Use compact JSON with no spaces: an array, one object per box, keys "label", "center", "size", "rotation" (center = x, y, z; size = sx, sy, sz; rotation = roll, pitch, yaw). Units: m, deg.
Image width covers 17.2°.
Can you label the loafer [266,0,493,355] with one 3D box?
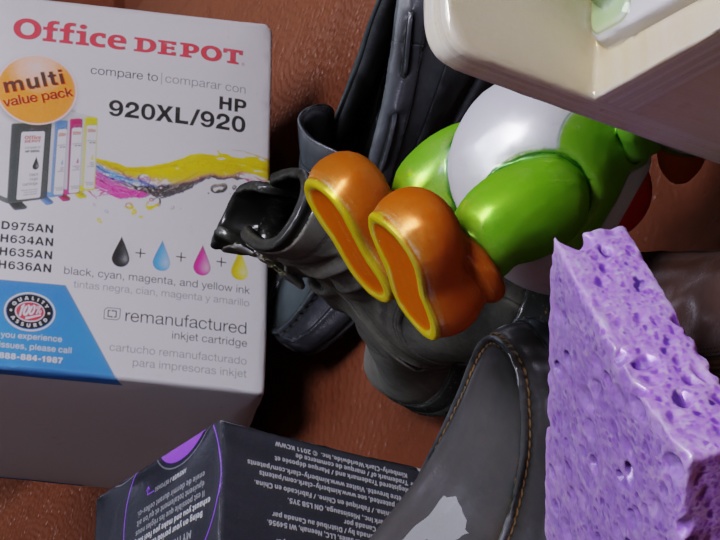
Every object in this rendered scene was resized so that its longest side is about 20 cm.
[{"label":"loafer","center":[-0.001,-0.052,1.084],"size":[0.201,0.070,0.068],"rotation":[-62,29,23]}]

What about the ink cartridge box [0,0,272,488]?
[{"label":"ink cartridge box","center":[-0.127,-0.011,1.176],"size":[0.145,0.147,0.201],"rotation":[117,156,-61]}]

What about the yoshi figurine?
[{"label":"yoshi figurine","center":[0.078,-0.069,0.821],"size":[0.113,0.200,0.112],"rotation":[54,166,15]}]

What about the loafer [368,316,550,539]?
[{"label":"loafer","center":[0.034,0.110,0.874],"size":[0.073,0.072,0.201],"rotation":[-130,44,-54]}]

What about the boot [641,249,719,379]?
[{"label":"boot","center":[0.121,0.074,0.806],"size":[0.200,0.064,0.187],"rotation":[-17,61,62]}]

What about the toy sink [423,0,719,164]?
[{"label":"toy sink","center":[0.135,-0.112,0.726],"size":[0.112,0.199,0.131],"rotation":[-27,51,55]}]

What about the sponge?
[{"label":"sponge","center":[0.091,0.098,0.768],"size":[0.112,0.030,0.201],"rotation":[-118,20,-52]}]

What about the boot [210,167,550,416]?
[{"label":"boot","center":[0.000,0.000,0.956],"size":[0.068,0.130,0.200],"rotation":[-67,10,-12]}]

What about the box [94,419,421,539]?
[{"label":"box","center":[-0.046,0.182,1.001],"size":[0.122,0.106,0.201],"rotation":[-34,47,50]}]
